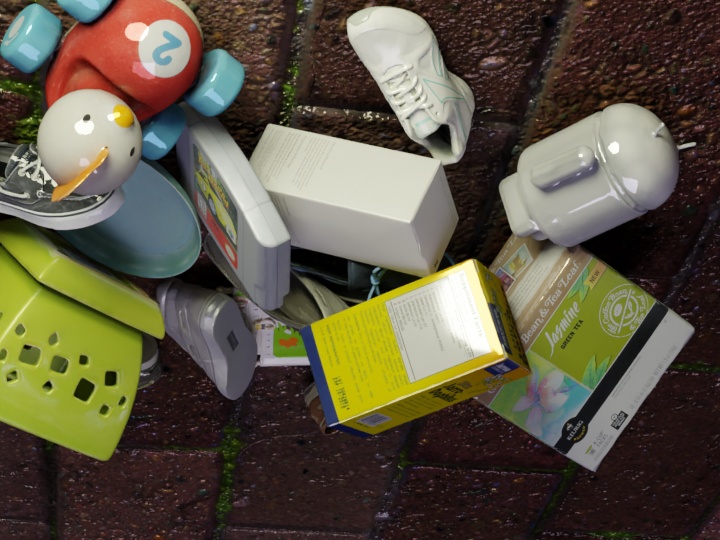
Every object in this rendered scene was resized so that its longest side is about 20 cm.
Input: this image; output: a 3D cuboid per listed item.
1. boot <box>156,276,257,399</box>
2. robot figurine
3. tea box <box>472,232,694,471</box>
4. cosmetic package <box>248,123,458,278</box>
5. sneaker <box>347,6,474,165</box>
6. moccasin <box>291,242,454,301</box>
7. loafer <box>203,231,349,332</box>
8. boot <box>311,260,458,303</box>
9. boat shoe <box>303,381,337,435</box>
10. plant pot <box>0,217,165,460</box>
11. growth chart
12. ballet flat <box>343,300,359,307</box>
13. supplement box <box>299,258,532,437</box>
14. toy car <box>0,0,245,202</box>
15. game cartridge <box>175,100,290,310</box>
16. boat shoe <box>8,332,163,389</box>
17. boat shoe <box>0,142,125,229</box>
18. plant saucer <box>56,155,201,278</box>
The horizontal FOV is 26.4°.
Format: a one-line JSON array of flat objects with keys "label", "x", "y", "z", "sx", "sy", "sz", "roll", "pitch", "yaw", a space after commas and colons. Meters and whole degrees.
[{"label": "boot", "x": -0.187, "y": 0.076, "z": 1.844, "sx": 0.095, "sy": 0.074, "sz": 0.201, "roll": 24, "pitch": 150, "yaw": 22}, {"label": "robot figurine", "x": 0.240, "y": -0.097, "z": 1.566, "sx": 0.199, "sy": 0.114, "sz": 0.169, "roll": -26, "pitch": 165, "yaw": 32}, {"label": "tea box", "x": 0.223, "y": 0.079, "z": 1.705, "sx": 0.196, "sy": 0.134, "sz": 0.201, "roll": 31, "pitch": 96, "yaw": -26}, {"label": "cosmetic package", "x": -0.011, "y": -0.070, "z": 1.561, "sx": 0.199, "sy": 0.085, "sz": 0.108, "roll": 14, "pitch": 151, "yaw": 22}, {"label": "sneaker", "x": 0.054, "y": -0.178, "z": 1.476, "sx": 0.070, "sy": 0.081, "sz": 0.200, "roll": -19, "pitch": 140, "yaw": 27}, {"label": "moccasin", "x": 0.000, "y": 0.000, "z": 1.625, "sx": 0.198, "sy": 0.068, "sz": 0.081, "roll": 10, "pitch": 124, "yaw": 20}, {"label": "loafer", "x": -0.096, "y": 0.009, "z": 1.674, "sx": 0.199, "sy": 0.070, "sz": 0.070, "roll": 33, "pitch": -173, "yaw": 20}, {"label": "boot", "x": 0.027, "y": -0.005, "z": 1.737, "sx": 0.199, "sy": 0.144, "sz": 0.073, "roll": 25, "pitch": 107, "yaw": 15}, {"label": "boat shoe", "x": 0.004, "y": 0.150, "z": 1.943, "sx": 0.075, "sy": 0.072, "sz": 0.200, "roll": 0, "pitch": 154, "yaw": -36}, {"label": "plant pot", "x": -0.342, "y": 0.065, "z": 1.690, "sx": 0.199, "sy": 0.199, "sz": 0.182, "roll": 30, "pitch": 92, "yaw": -36}, {"label": "growth chart", "x": -0.088, "y": 0.067, "z": 1.883, "sx": 0.143, "sy": 0.018, "sz": 0.201, "roll": -6, "pitch": 146, "yaw": 5}, {"label": "ballet flat", "x": -0.028, "y": 0.019, "z": 1.774, "sx": 0.199, "sy": 0.071, "sz": 0.071, "roll": 23, "pitch": 139, "yaw": -37}, {"label": "supplement box", "x": 0.057, "y": 0.083, "z": 1.567, "sx": 0.199, "sy": 0.110, "sz": 0.109, "roll": -22, "pitch": 162, "yaw": 15}, {"label": "toy car", "x": -0.228, "y": -0.143, "z": 1.389, "sx": 0.184, "sy": 0.201, "sz": 0.176, "roll": 35, "pitch": 132, "yaw": -30}, {"label": "game cartridge", "x": -0.131, "y": -0.071, "z": 1.530, "sx": 0.041, "sy": 0.200, "sz": 0.134, "roll": -22, "pitch": 150, "yaw": -22}, {"label": "boat shoe", "x": -0.346, "y": 0.126, "z": 1.911, "sx": 0.200, "sy": 0.072, "sz": 0.060, "roll": -7, "pitch": 141, "yaw": 2}, {"label": "boat shoe", "x": -0.333, "y": -0.096, "z": 1.561, "sx": 0.199, "sy": 0.072, "sz": 0.068, "roll": 13, "pitch": 143, "yaw": 28}, {"label": "plant saucer", "x": -0.254, "y": -0.071, "z": 1.619, "sx": 0.199, "sy": 0.028, "sz": 0.201, "roll": 15, "pitch": 142, "yaw": 12}]
